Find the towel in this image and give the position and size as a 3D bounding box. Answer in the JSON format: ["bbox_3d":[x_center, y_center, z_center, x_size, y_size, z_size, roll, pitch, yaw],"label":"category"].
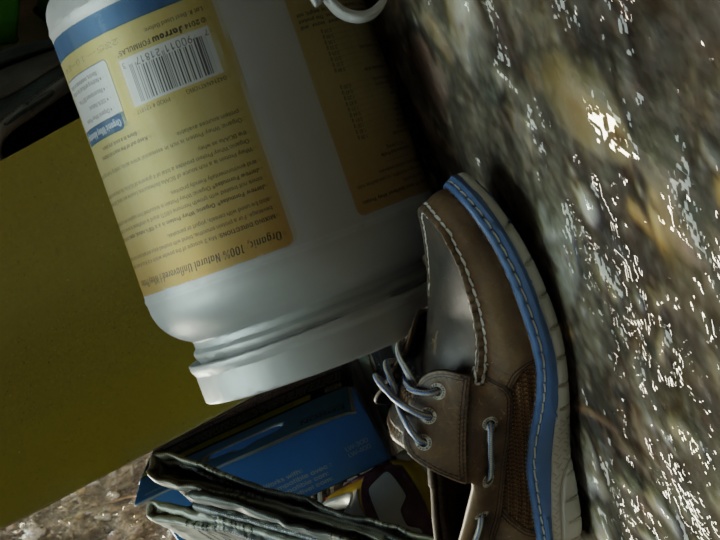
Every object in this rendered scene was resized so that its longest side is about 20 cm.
[{"bbox_3d":[-0.010,0.169,0.893,0.191,0.035,0.200,14,157,27],"label":"towel"}]

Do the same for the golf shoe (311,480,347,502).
[{"bbox_3d":[-0.055,0.096,1.169,0.077,0.087,0.202,111,156,-67],"label":"golf shoe"}]

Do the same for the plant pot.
[{"bbox_3d":[-0.137,0.013,0.922,0.178,0.199,0.200,62,-176,2],"label":"plant pot"}]

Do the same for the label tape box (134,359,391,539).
[{"bbox_3d":[-0.057,0.114,1.021,0.200,0.142,0.067,-99,-16,-80],"label":"label tape box"}]

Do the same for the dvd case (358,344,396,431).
[{"bbox_3d":[0.000,0.000,0.958,0.146,0.022,0.202,159,91,-79],"label":"dvd case"}]

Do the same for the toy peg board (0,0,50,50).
[{"bbox_3d":[-0.177,-0.223,0.996,0.200,0.198,0.098,63,150,29],"label":"toy peg board"}]

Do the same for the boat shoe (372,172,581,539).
[{"bbox_3d":[0.047,0.055,0.693,0.072,0.072,0.201,-128,20,-57],"label":"boat shoe"}]

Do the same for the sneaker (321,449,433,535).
[{"bbox_3d":[0.008,0.161,1.046,0.200,0.089,0.075,109,138,-74],"label":"sneaker"}]

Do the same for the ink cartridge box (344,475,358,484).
[{"bbox_3d":[-0.042,0.140,1.244,0.044,0.093,0.201,83,163,-54],"label":"ink cartridge box"}]

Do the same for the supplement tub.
[{"bbox_3d":[-0.048,-0.054,0.749,0.145,0.143,0.202,173,78,-79],"label":"supplement tub"}]

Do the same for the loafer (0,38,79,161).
[{"bbox_3d":[-0.135,-0.112,0.940,0.063,0.199,0.072,50,158,42],"label":"loafer"}]

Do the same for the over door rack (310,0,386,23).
[{"bbox_3d":[-0.042,-0.200,0.611,0.200,0.067,0.148,47,168,2],"label":"over door rack"}]
